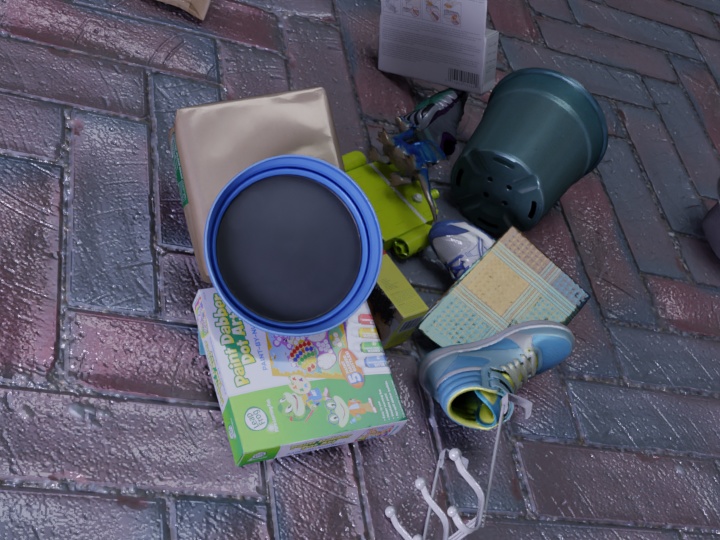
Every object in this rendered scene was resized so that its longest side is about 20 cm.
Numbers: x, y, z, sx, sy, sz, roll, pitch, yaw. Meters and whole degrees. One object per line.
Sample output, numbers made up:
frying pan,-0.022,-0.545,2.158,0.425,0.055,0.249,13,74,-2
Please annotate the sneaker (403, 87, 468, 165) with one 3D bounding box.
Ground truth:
sneaker,0.126,-0.227,1.695,0.200,0.074,0.088,-42,110,-53

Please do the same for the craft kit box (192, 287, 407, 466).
craft kit box,-0.069,0.103,1.218,0.197,0.049,0.200,-9,64,-22

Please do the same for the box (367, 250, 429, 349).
box,0.000,0.000,1.378,0.050,0.075,0.200,-16,59,-40

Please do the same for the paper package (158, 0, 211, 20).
paper package,-0.239,-0.514,1.632,0.103,0.191,0.200,19,43,-12

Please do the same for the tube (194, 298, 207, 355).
tube,-0.095,0.070,1.276,0.199,0.050,0.078,5,46,-23

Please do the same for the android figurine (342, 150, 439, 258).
android figurine,0.030,-0.094,1.512,0.200,0.041,0.182,-24,66,-42

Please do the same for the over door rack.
over door rack,0.096,0.227,1.167,0.067,0.148,0.200,38,42,-2

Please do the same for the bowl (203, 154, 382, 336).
bowl,-0.075,-0.026,1.202,0.200,0.039,0.201,2,83,-15

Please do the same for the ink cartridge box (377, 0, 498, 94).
ink cartridge box,0.119,-0.380,1.681,0.200,0.177,0.045,20,34,31

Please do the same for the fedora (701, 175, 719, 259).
fedora,0.645,-0.063,1.817,0.200,0.090,0.177,39,43,-2

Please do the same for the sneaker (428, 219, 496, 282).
sneaker,0.162,0.018,1.447,0.200,0.075,0.088,43,47,0

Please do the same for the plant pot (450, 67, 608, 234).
plant pot,0.240,-0.166,1.606,0.200,0.200,0.196,36,49,4

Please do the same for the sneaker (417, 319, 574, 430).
sneaker,0.179,0.132,1.293,0.199,0.080,0.131,-17,27,-5

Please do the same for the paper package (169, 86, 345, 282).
paper package,-0.116,-0.098,1.281,0.190,0.103,0.201,-11,87,-18

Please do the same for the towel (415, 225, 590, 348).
towel,0.186,0.055,1.404,0.147,0.022,0.200,43,71,5

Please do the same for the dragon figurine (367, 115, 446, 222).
dragon figurine,0.078,-0.151,1.514,0.099,0.059,0.200,-7,44,-44
